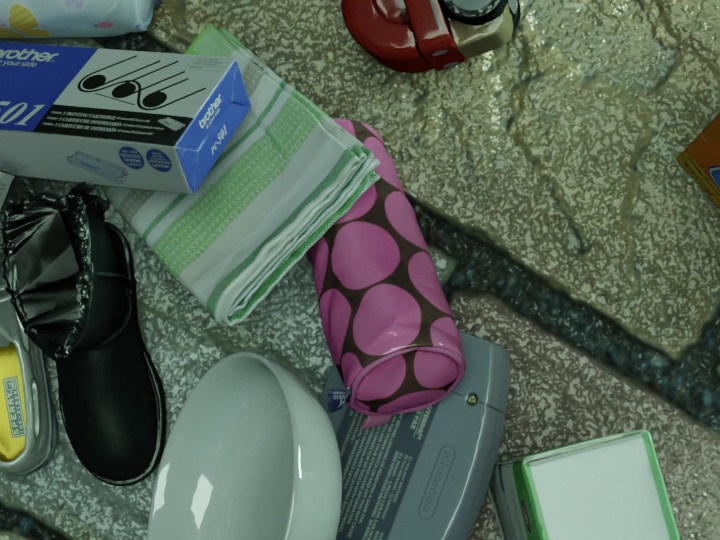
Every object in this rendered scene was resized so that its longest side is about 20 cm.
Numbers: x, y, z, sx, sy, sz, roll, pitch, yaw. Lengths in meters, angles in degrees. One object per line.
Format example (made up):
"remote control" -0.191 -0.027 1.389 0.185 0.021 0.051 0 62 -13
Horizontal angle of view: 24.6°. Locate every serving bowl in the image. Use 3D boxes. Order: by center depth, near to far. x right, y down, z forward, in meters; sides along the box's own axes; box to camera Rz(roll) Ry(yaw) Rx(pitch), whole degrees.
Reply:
"serving bowl" -0.068 0.157 1.075 0.065 0.199 0.202 16 83 -30

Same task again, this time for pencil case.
"pencil case" 0.000 0.000 1.100 0.090 0.094 0.201 -3 55 -20
"pencil case" -0.242 -0.210 1.156 0.198 0.083 0.092 -2 78 1

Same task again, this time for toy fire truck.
"toy fire truck" -0.007 -0.219 1.143 0.198 0.129 0.178 -18 84 11

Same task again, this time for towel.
"towel" -0.095 -0.071 1.111 0.149 0.031 0.200 -45 53 -2

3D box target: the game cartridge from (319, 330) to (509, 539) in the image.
"game cartridge" 0.022 0.131 1.109 0.132 0.041 0.202 19 84 28

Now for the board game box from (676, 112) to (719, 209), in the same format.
"board game box" 0.359 -0.079 1.072 0.199 0.200 0.200 -40 84 -3

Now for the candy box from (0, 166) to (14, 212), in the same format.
"candy box" -0.324 0.002 1.083 0.136 0.061 0.202 24 93 28

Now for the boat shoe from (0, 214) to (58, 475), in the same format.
"boat shoe" -0.260 0.041 1.126 0.074 0.086 0.204 -13 84 0

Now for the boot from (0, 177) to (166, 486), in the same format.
"boot" -0.181 0.043 1.086 0.073 0.162 0.200 -8 83 2

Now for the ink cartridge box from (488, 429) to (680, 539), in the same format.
"ink cartridge box" 0.145 0.182 1.048 0.083 0.200 0.147 -15 84 -4

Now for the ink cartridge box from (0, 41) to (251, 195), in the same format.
"ink cartridge box" -0.182 -0.105 1.105 0.198 0.044 0.094 6 46 25
